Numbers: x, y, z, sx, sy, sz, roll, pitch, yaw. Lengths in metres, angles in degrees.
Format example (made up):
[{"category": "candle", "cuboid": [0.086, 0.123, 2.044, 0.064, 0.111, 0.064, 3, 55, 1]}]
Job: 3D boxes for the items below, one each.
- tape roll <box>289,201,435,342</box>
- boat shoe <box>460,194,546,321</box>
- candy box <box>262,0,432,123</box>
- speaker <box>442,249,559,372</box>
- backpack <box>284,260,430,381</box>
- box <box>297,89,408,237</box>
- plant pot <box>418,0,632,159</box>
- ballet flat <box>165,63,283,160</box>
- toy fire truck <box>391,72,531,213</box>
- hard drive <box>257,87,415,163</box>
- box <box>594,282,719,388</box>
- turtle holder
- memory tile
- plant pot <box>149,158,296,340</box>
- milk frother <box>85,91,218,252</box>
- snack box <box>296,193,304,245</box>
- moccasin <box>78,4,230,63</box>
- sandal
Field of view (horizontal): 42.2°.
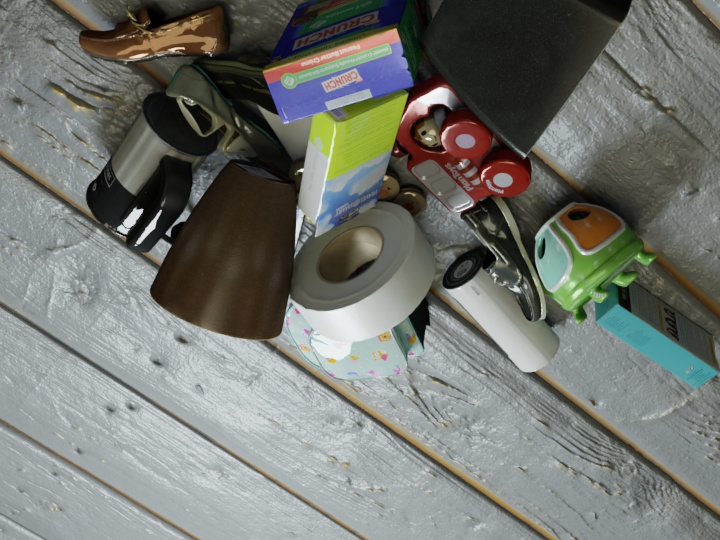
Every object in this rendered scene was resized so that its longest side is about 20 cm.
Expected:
[{"category": "tape roll", "cuboid": [0.000, 0.000, 1.290, 0.201, 0.203, 0.071, -17, 132, 23]}, {"category": "boat shoe", "cuboid": [0.206, -0.010, 1.336, 0.067, 0.072, 0.201, -29, 107, -7]}, {"category": "candy box", "cuboid": [-0.011, -0.271, 1.113, 0.168, 0.201, 0.077, -12, 125, 19]}, {"category": "speaker", "cuboid": [0.215, 0.063, 1.407, 0.081, 0.081, 0.200, -30, 117, 29]}, {"category": "backpack", "cuboid": [-0.013, 0.076, 1.420, 0.199, 0.154, 0.176, -8, 131, 25]}, {"category": "box", "cuboid": [-0.014, -0.145, 1.201, 0.048, 0.122, 0.201, 45, 144, 23]}, {"category": "plant pot", "cuboid": [0.185, -0.287, 1.080, 0.177, 0.200, 0.200, 32, 128, 0]}, {"category": "ballet flat", "cuboid": [-0.187, -0.196, 1.268, 0.067, 0.064, 0.200, 18, 161, 49]}, {"category": "toy fire truck", "cuboid": [0.125, -0.163, 1.222, 0.167, 0.113, 0.200, -24, 130, 37]}, {"category": "hard drive", "cuboid": [-0.023, -0.215, 1.270, 0.199, 0.026, 0.132, -19, 122, 24]}, {"category": "box", "cuboid": [0.437, 0.088, 1.381, 0.199, 0.083, 0.049, 32, 127, -14]}, {"category": "turtle holder", "cuboid": [0.312, -0.017, 1.303, 0.141, 0.186, 0.132, -40, 77, 2]}, {"category": "memory tile", "cuboid": [-0.017, -0.103, 1.342, 0.199, 0.017, 0.153, 29, 131, -21]}, {"category": "plant pot", "cuboid": [-0.162, -0.038, 1.241, 0.186, 0.187, 0.201, 19, 103, -4]}, {"category": "milk frother", "cuboid": [-0.255, -0.121, 1.339, 0.199, 0.181, 0.188, -2, 146, -47]}, {"category": "snack box", "cuboid": [-0.128, -0.049, 1.392, 0.071, 0.024, 0.200, 18, 143, -2]}, {"category": "moccasin", "cuboid": [-0.271, -0.314, 1.214, 0.200, 0.074, 0.078, 0, 118, 15]}, {"category": "sandal", "cuboid": [-0.134, -0.256, 1.229, 0.200, 0.058, 0.080, 19, 156, 21]}]
